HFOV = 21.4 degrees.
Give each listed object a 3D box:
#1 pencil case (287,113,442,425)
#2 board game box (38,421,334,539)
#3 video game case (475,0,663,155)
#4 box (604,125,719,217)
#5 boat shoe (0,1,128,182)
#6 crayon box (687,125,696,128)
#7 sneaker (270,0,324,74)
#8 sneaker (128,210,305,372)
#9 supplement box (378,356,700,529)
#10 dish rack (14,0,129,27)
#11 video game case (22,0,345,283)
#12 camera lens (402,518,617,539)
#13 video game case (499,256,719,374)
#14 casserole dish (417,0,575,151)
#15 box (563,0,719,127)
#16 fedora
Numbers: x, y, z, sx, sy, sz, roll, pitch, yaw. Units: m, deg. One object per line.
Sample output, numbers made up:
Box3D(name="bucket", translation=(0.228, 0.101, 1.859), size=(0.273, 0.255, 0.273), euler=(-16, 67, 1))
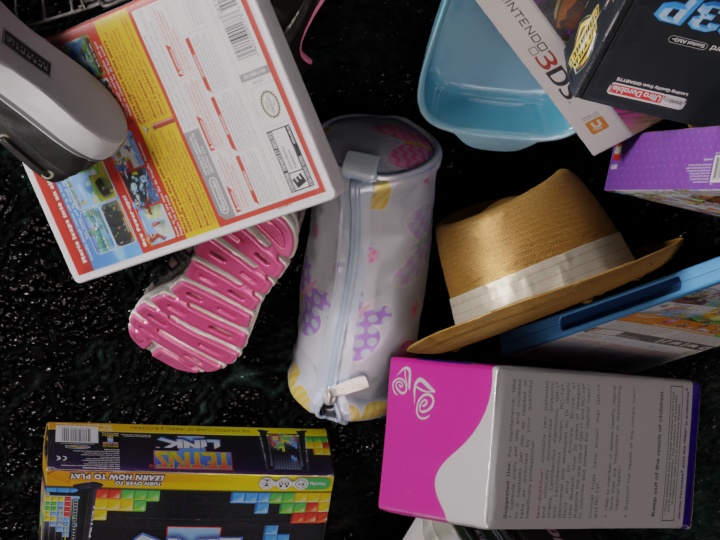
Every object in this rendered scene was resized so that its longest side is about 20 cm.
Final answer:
Box3D(name="pencil case", translation=(0.000, 0.000, 1.213), size=(0.083, 0.091, 0.201), euler=(23, 125, 24))
Box3D(name="board game box", translation=(-0.127, 0.189, 1.342), size=(0.199, 0.057, 0.166), euler=(2, 123, -10))
Box3D(name="video game case", translation=(0.171, -0.172, 1.059), size=(0.199, 0.036, 0.181), euler=(-27, 130, 21))
Box3D(name="box", translation=(0.238, -0.049, 1.092), size=(0.136, 0.200, 0.039), euler=(13, 90, -12))
Box3D(name="boat shoe", translation=(-0.217, -0.118, 1.049), size=(0.056, 0.069, 0.200), euler=(-34, 121, 27))
Box3D(name="crayon box", translation=(0.335, -0.063, 1.239), size=(0.199, 0.058, 0.173), euler=(-24, 125, 9))
Box3D(name="sneaker", translation=(-0.049, -0.191, 1.097), size=(0.095, 0.079, 0.201), euler=(-6, 129, -29))
Box3D(name="sneaker", translation=(-0.084, -0.009, 1.206), size=(0.073, 0.088, 0.200), euler=(28, 139, -8))
Box3D(name="supplement box", translation=(0.119, 0.114, 1.237), size=(0.199, 0.101, 0.104), euler=(5, 89, -43))
Box3D(name="dish rack", translation=(-0.220, -0.198, 1.067), size=(0.199, 0.055, 0.154), euler=(-17, 126, 1))
Box3D(name="video game case", translation=(-0.117, -0.083, 1.100), size=(0.199, 0.017, 0.144), euler=(-17, 101, 32))
Box3D(name="camera lens", translation=(0.087, 0.250, 1.353), size=(0.159, 0.160, 0.201), euler=(18, 120, -19))
Box3D(name="video game case", translation=(0.208, 0.029, 1.220), size=(0.143, 0.018, 0.199), euler=(10, 156, -44))
Box3D(name="casserole dish", translation=(0.102, -0.156, 1.127), size=(0.120, 0.039, 0.201), euler=(5, 134, -14))
Box3D(name="box", translation=(0.232, -0.144, 1.032), size=(0.199, 0.046, 0.159), euler=(12, 133, -16))
Box3D(name="fedora", translation=(0.105, -0.012, 1.194), size=(0.200, 0.201, 0.082), euler=(-21, 89, 6))
